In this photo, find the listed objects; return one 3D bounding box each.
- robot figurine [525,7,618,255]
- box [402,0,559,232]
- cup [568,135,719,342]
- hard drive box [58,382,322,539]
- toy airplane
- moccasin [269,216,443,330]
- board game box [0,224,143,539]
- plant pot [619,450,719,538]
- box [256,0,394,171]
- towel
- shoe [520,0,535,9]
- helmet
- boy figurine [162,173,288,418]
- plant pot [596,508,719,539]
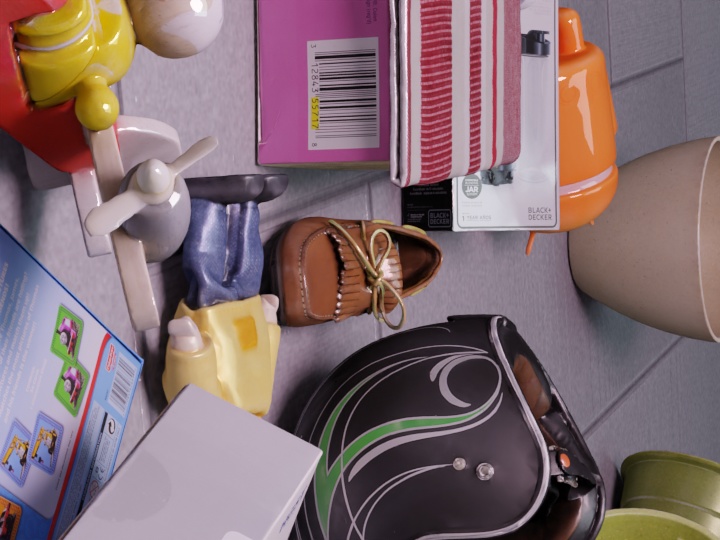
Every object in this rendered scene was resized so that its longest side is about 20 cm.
[{"bbox_3d":[0.153,-0.117,1.478,0.144,0.116,0.201,-68,150,-65],"label":"robot figurine"},{"bbox_3d":[0.093,-0.130,1.351,0.116,0.060,0.201,-3,93,-39],"label":"box"},{"bbox_3d":[0.288,-0.030,1.750,0.200,0.142,0.202,0,90,-66],"label":"cup"},{"bbox_3d":[-0.105,0.180,0.827,0.156,0.077,0.201,-54,167,-54],"label":"hard drive box"},{"bbox_3d":[-0.122,-0.092,0.810,0.199,0.141,0.201,-85,151,-68],"label":"toy airplane"},{"bbox_3d":[0.000,0.002,1.170,0.201,0.077,0.074,0,90,-66],"label":"moccasin"},{"bbox_3d":[-0.176,0.067,0.820,0.200,0.036,0.152,55,42,-55],"label":"board game box"},{"bbox_3d":[0.332,0.319,1.834,0.191,0.199,0.200,-62,146,-25],"label":"plant pot"},{"bbox_3d":[0.016,-0.156,1.183,0.200,0.096,0.177,-4,93,-67],"label":"box"},{"bbox_3d":[0.061,-0.133,1.145,0.200,0.023,0.145,-18,109,-63],"label":"towel"},{"bbox_3d":[0.099,-0.283,1.305,0.091,0.071,0.201,-13,70,-47],"label":"shoe"},{"bbox_3d":[0.044,0.140,1.139,0.200,0.190,0.200,55,14,-21],"label":"helmet"},{"bbox_3d":[-0.077,0.045,1.017,0.124,0.064,0.201,2,85,-69],"label":"boy figurine"},{"bbox_3d":[0.257,0.359,1.661,0.201,0.199,0.185,-60,155,-48],"label":"plant pot"}]
